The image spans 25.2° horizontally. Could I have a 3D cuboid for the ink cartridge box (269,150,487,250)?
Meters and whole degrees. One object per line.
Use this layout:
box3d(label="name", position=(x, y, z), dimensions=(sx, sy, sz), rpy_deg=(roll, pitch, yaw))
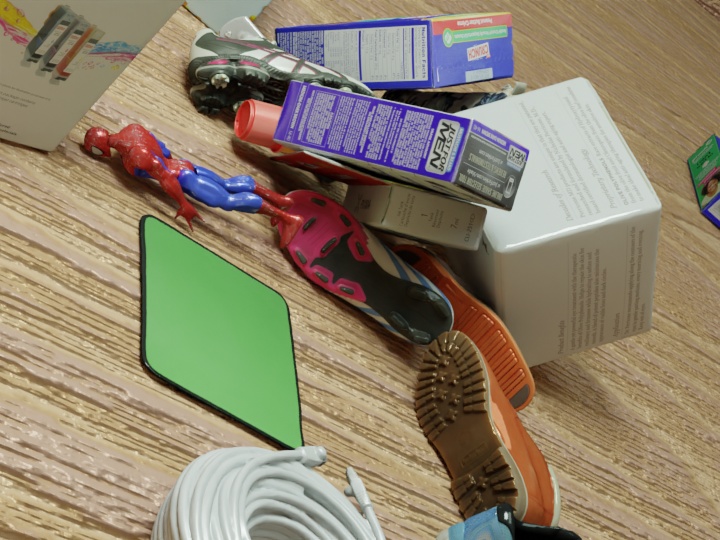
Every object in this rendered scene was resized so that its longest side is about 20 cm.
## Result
box3d(label="ink cartridge box", position=(0.007, -0.064, 1.503), dimensions=(0.176, 0.045, 0.200), rpy_deg=(16, -1, -12))

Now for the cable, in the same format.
box3d(label="cable", position=(-0.052, 0.206, 1.063), dimensions=(0.200, 0.069, 0.200), rpy_deg=(17, 38, -47))

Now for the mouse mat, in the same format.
box3d(label="mouse mat", position=(-0.111, 0.048, 1.287), dimensions=(0.161, 0.008, 0.200), rpy_deg=(33, 28, -28))

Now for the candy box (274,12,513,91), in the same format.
box3d(label="candy box", position=(0.037, -0.231, 1.711), dimensions=(0.169, 0.200, 0.077), rpy_deg=(-16, 106, -55))

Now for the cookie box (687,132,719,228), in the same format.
box3d(label="cookie box", position=(0.643, -0.118, 2.715), dimensions=(0.171, 0.075, 0.200), rpy_deg=(38, 24, -17))

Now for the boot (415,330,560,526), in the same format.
box3d(label="boot", position=(0.116, 0.149, 1.436), dimensions=(0.107, 0.075, 0.200), rpy_deg=(23, 41, -48))

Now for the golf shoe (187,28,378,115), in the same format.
box3d(label="golf shoe", position=(-0.072, -0.190, 1.576), dimensions=(0.200, 0.077, 0.088), rpy_deg=(11, 45, -26))

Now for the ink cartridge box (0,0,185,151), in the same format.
box3d(label="ink cartridge box", position=(-0.253, -0.220, 1.230), dimensions=(0.145, 0.200, 0.145), rpy_deg=(16, 38, -49))

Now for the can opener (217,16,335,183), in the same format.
box3d(label="can opener", position=(-0.074, -0.179, 1.647), dimensions=(0.200, 0.053, 0.066), rpy_deg=(51, 23, 8))

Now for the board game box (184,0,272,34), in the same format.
box3d(label="board game box", position=(-0.133, -0.348, 1.751), dimensions=(0.103, 0.105, 0.200), rpy_deg=(40, 25, -16))

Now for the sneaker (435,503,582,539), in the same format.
box3d(label="sneaker", position=(0.157, 0.257, 1.300), dimensions=(0.200, 0.090, 0.078), rpy_deg=(36, 26, -24))

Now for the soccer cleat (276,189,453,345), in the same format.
box3d(label="soccer cleat", position=(0.000, 0.000, 1.493), dimensions=(0.200, 0.070, 0.086), rpy_deg=(40, 2, -8))

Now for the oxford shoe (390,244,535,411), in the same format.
box3d(label="oxford shoe", position=(0.106, 0.051, 1.567), dimensions=(0.200, 0.071, 0.073), rpy_deg=(52, 19, 14))

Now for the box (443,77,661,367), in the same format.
box3d(label="box", position=(0.184, -0.044, 1.623), dimensions=(0.199, 0.171, 0.200), rpy_deg=(82, -12, -50))

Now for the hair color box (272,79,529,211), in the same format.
box3d(label="hair color box", position=(0.035, -0.111, 1.426), dimensions=(0.200, 0.065, 0.109), rpy_deg=(18, -1, 34))

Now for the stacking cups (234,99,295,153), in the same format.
box3d(label="stacking cups", position=(-0.026, -0.126, 1.565), dimensions=(0.200, 0.061, 0.061), rpy_deg=(16, 35, -26))

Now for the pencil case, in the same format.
box3d(label="pencil case", position=(0.104, -0.163, 1.765), dimensions=(0.200, 0.090, 0.078), rpy_deg=(9, -4, 44))

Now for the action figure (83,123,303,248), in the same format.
box3d(label="action figure", position=(-0.146, -0.075, 1.373), dimensions=(0.200, 0.052, 0.065), rpy_deg=(27, 25, -28))
